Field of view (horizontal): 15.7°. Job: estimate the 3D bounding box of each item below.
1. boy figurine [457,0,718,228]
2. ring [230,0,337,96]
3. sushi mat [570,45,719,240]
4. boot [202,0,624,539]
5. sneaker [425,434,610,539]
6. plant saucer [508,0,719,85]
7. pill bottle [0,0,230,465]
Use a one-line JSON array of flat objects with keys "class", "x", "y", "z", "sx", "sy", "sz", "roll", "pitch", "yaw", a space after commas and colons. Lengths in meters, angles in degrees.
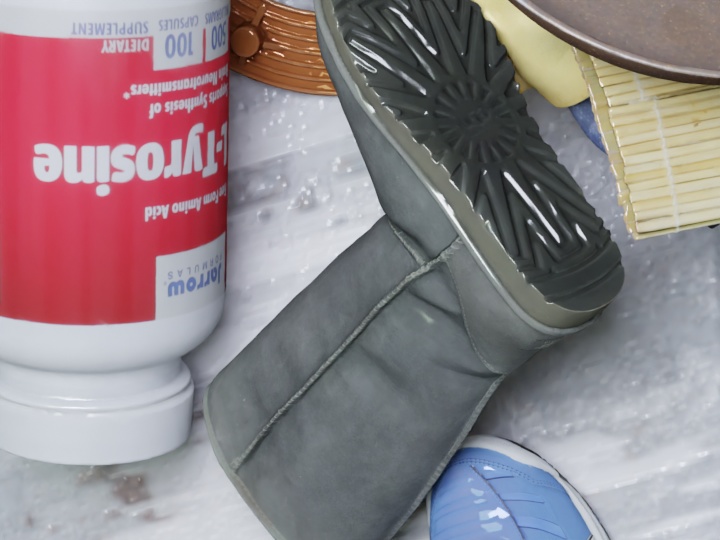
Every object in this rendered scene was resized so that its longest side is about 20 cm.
[{"class": "boy figurine", "x": 0.076, "y": -0.099, "z": 0.984, "sx": 0.200, "sy": 0.064, "sz": 0.124, "roll": 37, "pitch": 99, "yaw": 2}, {"class": "ring", "x": -0.016, "y": -0.164, "z": 1.036, "sx": 0.200, "sy": 0.019, "sz": 0.201, "roll": 5, "pitch": 110, "yaw": 13}, {"class": "sushi mat", "x": 0.178, "y": -0.074, "z": 0.948, "sx": 0.199, "sy": 0.012, "sz": 0.096, "roll": -11, "pitch": 77, "yaw": -13}, {"class": "boot", "x": -0.002, "y": 0.000, "z": 0.991, "sx": 0.182, "sy": 0.072, "sz": 0.200, "roll": 63, "pitch": 144, "yaw": 16}, {"class": "sneaker", "x": 0.064, "y": 0.157, "z": 0.985, "sx": 0.076, "sy": 0.077, "sz": 0.201, "roll": -19, "pitch": 76, "yaw": 20}, {"class": "plant saucer", "x": 0.118, "y": -0.139, "z": 0.937, "sx": 0.200, "sy": 0.035, "sz": 0.201, "roll": 3, "pitch": 57, "yaw": -5}, {"class": "pill bottle", "x": -0.108, "y": -0.030, "z": 1.033, "sx": 0.112, "sy": 0.112, "sz": 0.201, "roll": 8, "pitch": 108, "yaw": 21}]
